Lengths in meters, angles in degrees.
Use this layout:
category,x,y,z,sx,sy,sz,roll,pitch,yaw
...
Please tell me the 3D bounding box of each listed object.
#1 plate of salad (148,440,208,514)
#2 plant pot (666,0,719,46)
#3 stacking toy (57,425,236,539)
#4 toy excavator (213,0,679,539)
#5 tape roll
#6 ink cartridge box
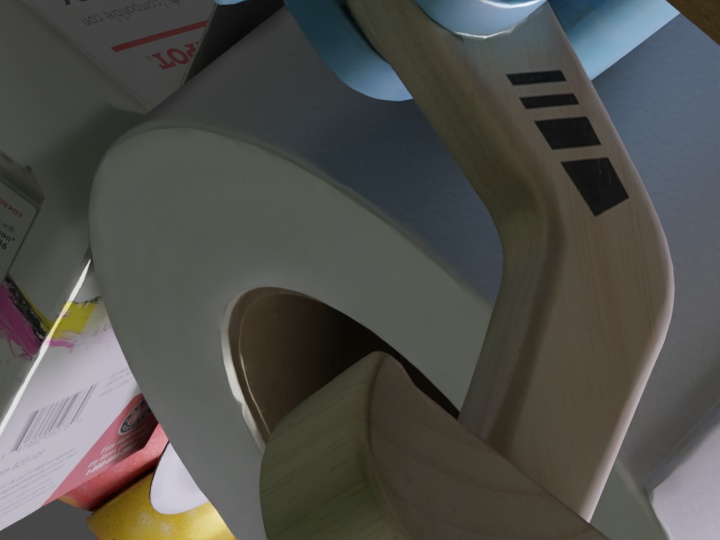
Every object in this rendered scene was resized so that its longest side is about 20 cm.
category,x,y,z,sx,sy,sz,roll,pitch,yaw
plate of salad,0.000,0.000,0.776,0.200,0.048,0.200,-44,168,-11
plant pot,0.080,-0.101,0.311,0.186,0.201,0.186,-33,175,-4
stacking toy,-0.082,0.073,1.005,0.146,0.201,0.146,-33,175,-3
toy excavator,0.027,-0.051,0.448,0.194,0.201,0.100,-29,174,-39
tape roll,0.050,0.009,0.586,0.139,0.203,0.203,-40,179,-27
ink cartridge box,-0.071,-0.025,0.672,0.201,0.067,0.116,-58,165,27
